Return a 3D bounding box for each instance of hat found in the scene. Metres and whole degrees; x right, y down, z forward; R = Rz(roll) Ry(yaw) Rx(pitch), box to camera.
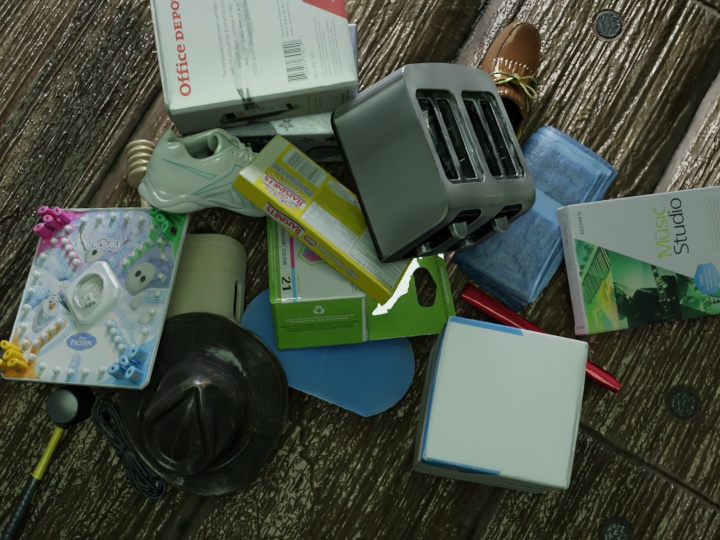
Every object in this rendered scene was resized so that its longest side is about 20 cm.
[{"bbox_3d":[-0.174,0.146,1.139,0.198,0.081,0.204,2,100,14],"label":"hat"}]

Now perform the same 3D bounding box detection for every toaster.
[{"bbox_3d":[0.076,-0.120,1.176,0.118,0.180,0.203,-27,78,37],"label":"toaster"}]

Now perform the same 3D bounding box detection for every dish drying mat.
[{"bbox_3d":[0.199,0.076,1.241,0.199,0.077,0.018,33,96,4],"label":"dish drying mat"}]

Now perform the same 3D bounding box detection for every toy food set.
[{"bbox_3d":[-0.229,0.038,1.238,0.197,0.061,0.145,-2,62,4],"label":"toy food set"}]

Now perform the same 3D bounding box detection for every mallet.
[{"bbox_3d":[-0.350,0.217,1.205,0.041,0.066,0.202,25,80,6],"label":"mallet"}]

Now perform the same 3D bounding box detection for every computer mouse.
[{"bbox_3d":[-0.198,0.142,1.237,0.200,0.046,0.141,-41,78,-4],"label":"computer mouse"}]

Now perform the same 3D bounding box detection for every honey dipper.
[{"bbox_3d":[-0.238,-0.055,1.237,0.037,0.038,0.202,-8,59,-3],"label":"honey dipper"}]

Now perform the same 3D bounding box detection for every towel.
[{"bbox_3d":[0.198,-0.063,1.279,0.111,0.049,0.201,34,81,5],"label":"towel"}]

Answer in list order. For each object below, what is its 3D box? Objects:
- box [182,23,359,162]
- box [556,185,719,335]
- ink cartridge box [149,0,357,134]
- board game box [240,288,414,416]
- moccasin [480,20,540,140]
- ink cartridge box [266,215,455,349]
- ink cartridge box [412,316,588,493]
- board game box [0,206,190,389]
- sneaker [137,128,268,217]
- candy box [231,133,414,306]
[{"bbox_3d":[-0.100,-0.196,1.262,0.197,0.115,0.134,-2,79,-1],"label":"box"},{"bbox_3d":[0.327,-0.012,1.255,0.197,0.036,0.147,-8,86,-13],"label":"box"},{"bbox_3d":[-0.111,-0.236,1.168,0.197,0.083,0.149,-9,81,-3],"label":"ink cartridge box"},{"bbox_3d":[-0.039,0.093,1.229,0.198,0.039,0.159,22,41,1],"label":"board game box"},{"bbox_3d":[0.163,-0.193,1.281,0.073,0.078,0.203,28,79,-15],"label":"moccasin"},{"bbox_3d":[0.000,0.000,1.216,0.197,0.076,0.149,-6,45,-2],"label":"ink cartridge box"},{"bbox_3d":[0.139,0.146,1.162,0.145,0.200,0.147,10,77,1],"label":"ink cartridge box"},{"bbox_3d":[-0.291,0.022,1.194,0.197,0.026,0.203,0,68,27],"label":"board game box"},{"bbox_3d":[-0.136,-0.106,1.195,0.198,0.081,0.071,-2,36,-37],"label":"sneaker"},{"bbox_3d":[-0.033,-0.055,1.168,0.199,0.026,0.102,39,39,-3],"label":"candy box"}]
